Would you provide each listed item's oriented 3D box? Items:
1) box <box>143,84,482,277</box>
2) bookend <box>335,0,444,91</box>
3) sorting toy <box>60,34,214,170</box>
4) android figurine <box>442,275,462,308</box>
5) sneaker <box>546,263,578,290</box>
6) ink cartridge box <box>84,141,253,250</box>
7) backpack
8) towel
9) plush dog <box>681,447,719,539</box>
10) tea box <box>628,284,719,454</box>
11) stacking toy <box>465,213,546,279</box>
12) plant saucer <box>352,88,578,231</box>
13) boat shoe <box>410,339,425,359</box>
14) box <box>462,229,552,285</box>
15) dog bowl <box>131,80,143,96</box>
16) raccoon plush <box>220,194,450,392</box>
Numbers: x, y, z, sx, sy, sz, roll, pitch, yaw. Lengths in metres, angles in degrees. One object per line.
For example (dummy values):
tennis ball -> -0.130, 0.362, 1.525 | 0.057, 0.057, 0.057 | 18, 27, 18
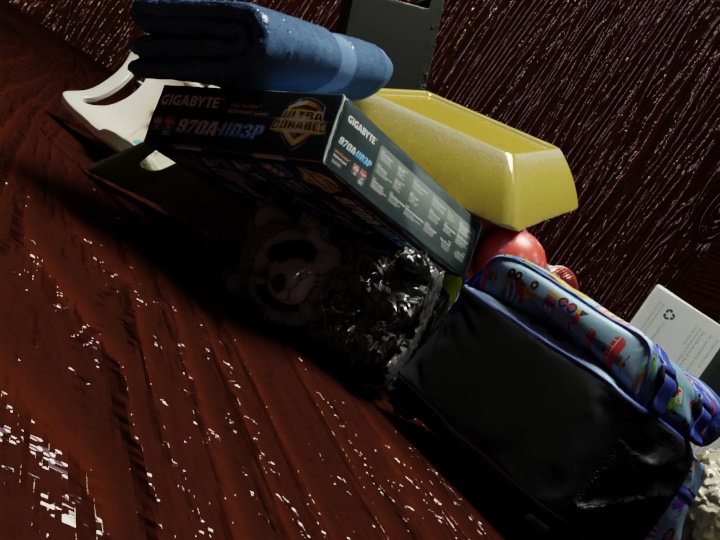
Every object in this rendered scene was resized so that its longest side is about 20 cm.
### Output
box -> -0.028, -0.060, 0.643 | 0.158, 0.046, 0.200 | 11, -13, 36
bookend -> -0.032, -0.216, 0.995 | 0.198, 0.201, 0.092 | 10, 9, -13
sorting toy -> -0.191, -0.166, 0.897 | 0.179, 0.200, 0.107 | 29, -33, 23
android figurine -> 0.000, 0.000, 0.818 | 0.180, 0.041, 0.200 | 10, 8, 7
sneaker -> 0.197, 0.064, 1.038 | 0.115, 0.078, 0.202 | 35, -38, 52
ink cartridge box -> -0.105, -0.083, 0.769 | 0.145, 0.048, 0.200 | -17, -30, 30
backpack -> 0.146, 0.103, 0.602 | 0.199, 0.135, 0.182 | 33, 3, -39
towel -> -0.060, -0.145, 0.636 | 0.111, 0.049, 0.200 | 9, 8, 25
plush dog -> 0.267, 0.185, 0.719 | 0.170, 0.162, 0.200 | 9, -9, 30
tea box -> 0.298, 0.141, 0.935 | 0.133, 0.201, 0.197 | 36, 3, 18
stacking toy -> 0.085, -0.031, 0.747 | 0.085, 0.086, 0.200 | 32, 4, -32
plant saucer -> 0.079, -0.105, 0.768 | 0.199, 0.049, 0.200 | 28, 19, 21
boat shoe -> 0.079, 0.074, 0.823 | 0.066, 0.074, 0.200 | 26, 7, -27
box -> 0.126, -0.019, 0.935 | 0.201, 0.038, 0.137 | 60, -19, 4
dog bowl -> -0.187, -0.127, 1.042 | 0.199, 0.074, 0.200 | 35, 3, -2
raccoon plush -> -0.017, 0.020, 0.668 | 0.133, 0.097, 0.200 | 27, -8, 13
